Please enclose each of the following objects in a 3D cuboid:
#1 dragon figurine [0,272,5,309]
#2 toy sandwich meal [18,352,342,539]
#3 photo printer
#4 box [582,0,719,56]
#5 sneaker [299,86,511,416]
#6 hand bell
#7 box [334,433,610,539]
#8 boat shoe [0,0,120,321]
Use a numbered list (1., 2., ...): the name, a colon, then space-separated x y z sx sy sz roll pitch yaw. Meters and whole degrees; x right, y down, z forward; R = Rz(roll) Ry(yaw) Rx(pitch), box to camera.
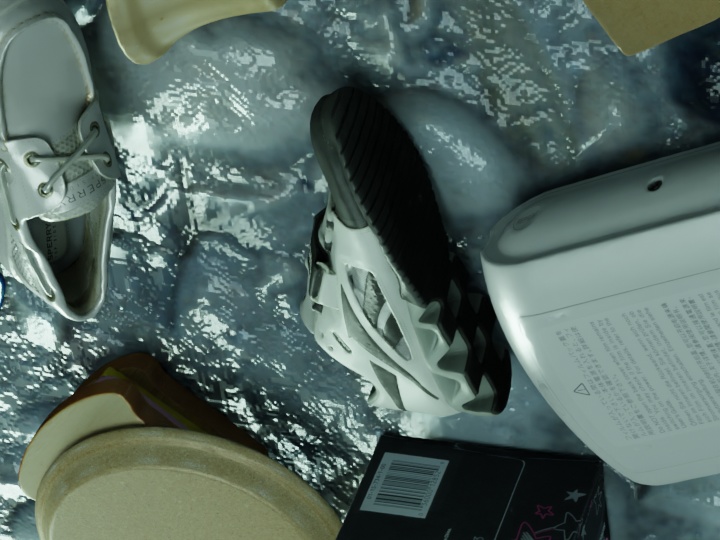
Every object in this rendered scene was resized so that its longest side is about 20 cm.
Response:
1. dragon figurine: -0.228 0.021 1.462 0.059 0.099 0.200 21 154 1
2. toy sandwich meal: -0.094 0.137 1.510 0.205 0.070 0.205 9 134 9
3. photo printer: 0.166 0.021 1.292 0.200 0.069 0.166 -16 122 34
4. box: 0.150 -0.188 1.143 0.200 0.021 0.164 -22 118 36
5. sneaker: 0.000 0.000 1.339 0.088 0.074 0.200 -7 126 25
6. hand bell: -0.005 -0.143 1.202 0.200 0.104 0.104 1 130 15
7. box: 0.045 0.198 1.409 0.132 0.200 0.115 6 131 18
8. boat shoe: -0.148 -0.054 1.340 0.069 0.071 0.200 48 156 35
